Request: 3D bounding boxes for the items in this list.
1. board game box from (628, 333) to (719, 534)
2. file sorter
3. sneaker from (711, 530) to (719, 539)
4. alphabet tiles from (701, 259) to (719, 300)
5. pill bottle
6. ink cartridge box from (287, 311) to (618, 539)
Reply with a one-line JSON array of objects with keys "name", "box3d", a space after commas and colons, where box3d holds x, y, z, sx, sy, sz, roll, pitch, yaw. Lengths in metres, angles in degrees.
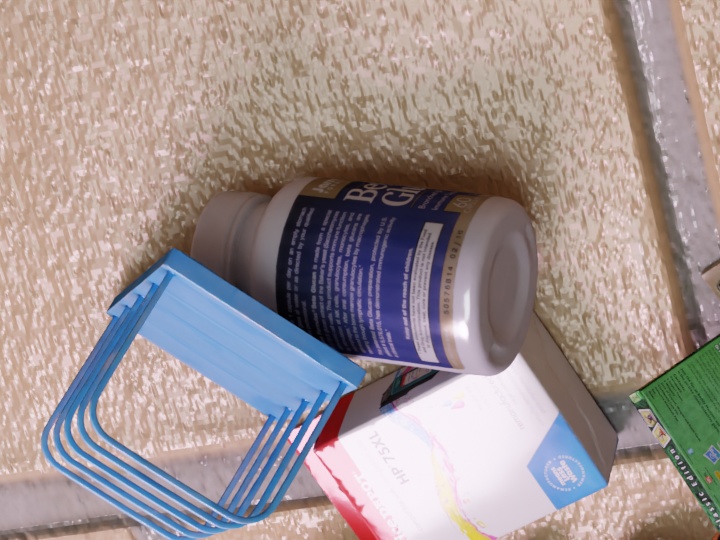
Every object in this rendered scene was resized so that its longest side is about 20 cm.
[{"name": "board game box", "box3d": [0.262, 0.133, 1.590, 0.105, 0.023, 0.200, -31, 86, -20]}, {"name": "file sorter", "box3d": [-0.107, 0.088, 1.602, 0.139, 0.200, 0.123, 32, 73, -8]}, {"name": "sneaker", "box3d": [0.310, 0.215, 1.642, 0.200, 0.112, 0.078, 39, 143, -15]}, {"name": "alphabet tiles", "box3d": [0.314, 0.051, 1.625, 0.167, 0.008, 0.200, -34, 104, 24]}, {"name": "pill bottle", "box3d": [0.000, 0.000, 1.597, 0.200, 0.111, 0.111, 7, 117, 24]}, {"name": "ink cartridge box", "box3d": [0.053, 0.122, 1.678, 0.200, 0.067, 0.116, -29, 107, 23]}]
